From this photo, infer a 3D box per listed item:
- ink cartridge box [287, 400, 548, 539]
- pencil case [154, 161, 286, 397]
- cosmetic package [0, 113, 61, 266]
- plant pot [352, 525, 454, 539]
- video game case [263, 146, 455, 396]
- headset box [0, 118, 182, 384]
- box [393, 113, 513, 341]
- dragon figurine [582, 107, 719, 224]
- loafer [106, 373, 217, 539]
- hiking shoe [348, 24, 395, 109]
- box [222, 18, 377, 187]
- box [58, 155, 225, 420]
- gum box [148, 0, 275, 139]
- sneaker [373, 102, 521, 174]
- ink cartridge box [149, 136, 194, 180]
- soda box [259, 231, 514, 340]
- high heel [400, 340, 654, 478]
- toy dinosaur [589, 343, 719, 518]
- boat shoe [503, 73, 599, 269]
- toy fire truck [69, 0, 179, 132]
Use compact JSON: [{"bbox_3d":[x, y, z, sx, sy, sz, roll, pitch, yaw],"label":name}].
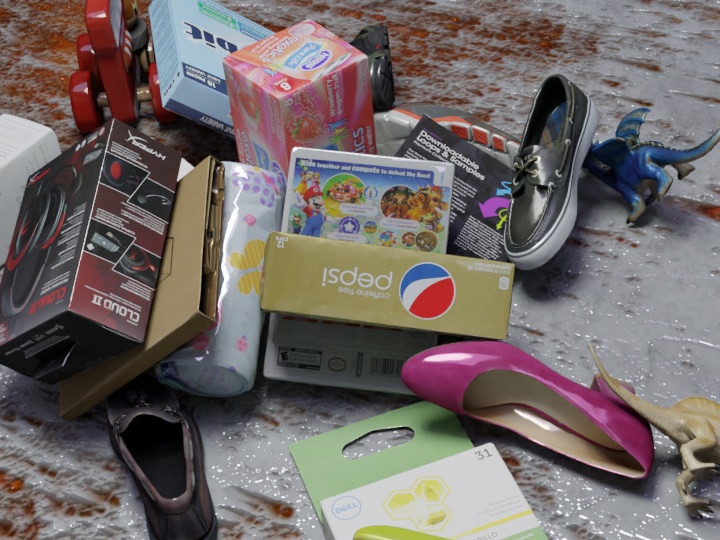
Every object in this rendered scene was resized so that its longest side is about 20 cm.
[{"bbox_3d":[0.037,0.168,1.029,0.145,0.048,0.200,-16,44,-12],"label":"ink cartridge box"},{"bbox_3d":[-0.118,0.008,1.146,0.091,0.083,0.201,-15,57,47],"label":"pencil case"},{"bbox_3d":[-0.375,-0.055,1.295,0.074,0.102,0.200,18,47,27],"label":"cosmetic package"},{"bbox_3d":[0.057,0.276,0.796,0.198,0.201,0.182,10,36,18],"label":"plant pot"},{"bbox_3d":[0.000,0.000,1.145,0.143,0.018,0.201,6,81,4],"label":"video game case"},{"bbox_3d":[-0.233,-0.004,1.119,0.148,0.075,0.201,-23,50,45],"label":"headset box"},{"bbox_3d":[0.075,-0.044,1.235,0.143,0.036,0.200,33,50,2],"label":"box"},{"bbox_3d":[0.253,-0.110,1.250,0.059,0.200,0.100,-39,86,-24],"label":"dragon figurine"},{"bbox_3d":[-0.160,0.139,1.072,0.072,0.063,0.200,-17,41,-13],"label":"loafer"},{"bbox_3d":[-0.017,-0.214,1.419,0.100,0.076,0.200,-5,16,1],"label":"hiking shoe"},{"bbox_3d":[-0.051,-0.114,1.244,0.102,0.201,0.095,-28,45,-24],"label":"box"},{"bbox_3d":[-0.185,0.016,1.131,0.200,0.021,0.164,-33,43,35],"label":"box"},{"bbox_3d":[-0.132,-0.207,1.410,0.169,0.045,0.200,23,31,-29],"label":"gum box"},{"bbox_3d":[0.102,-0.136,1.351,0.199,0.077,0.082,21,41,27],"label":"sneaker"},{"bbox_3d":[-0.189,-0.040,1.278,0.117,0.067,0.200,-31,47,-25],"label":"ink cartridge box"},{"bbox_3d":[0.019,0.014,1.089,0.199,0.064,0.068,7,-4,-5],"label":"soda box"},{"bbox_3d":[0.130,0.114,1.049,0.199,0.068,0.096,15,31,-8],"label":"high heel"},{"bbox_3d":[0.258,0.130,1.029,0.199,0.058,0.101,17,41,-9],"label":"toy dinosaur"},{"bbox_3d":[0.164,-0.092,1.221,0.068,0.057,0.201,-12,46,41],"label":"boat shoe"},{"bbox_3d":[-0.262,-0.255,1.458,0.112,0.168,0.200,-6,41,0],"label":"toy fire truck"}]
